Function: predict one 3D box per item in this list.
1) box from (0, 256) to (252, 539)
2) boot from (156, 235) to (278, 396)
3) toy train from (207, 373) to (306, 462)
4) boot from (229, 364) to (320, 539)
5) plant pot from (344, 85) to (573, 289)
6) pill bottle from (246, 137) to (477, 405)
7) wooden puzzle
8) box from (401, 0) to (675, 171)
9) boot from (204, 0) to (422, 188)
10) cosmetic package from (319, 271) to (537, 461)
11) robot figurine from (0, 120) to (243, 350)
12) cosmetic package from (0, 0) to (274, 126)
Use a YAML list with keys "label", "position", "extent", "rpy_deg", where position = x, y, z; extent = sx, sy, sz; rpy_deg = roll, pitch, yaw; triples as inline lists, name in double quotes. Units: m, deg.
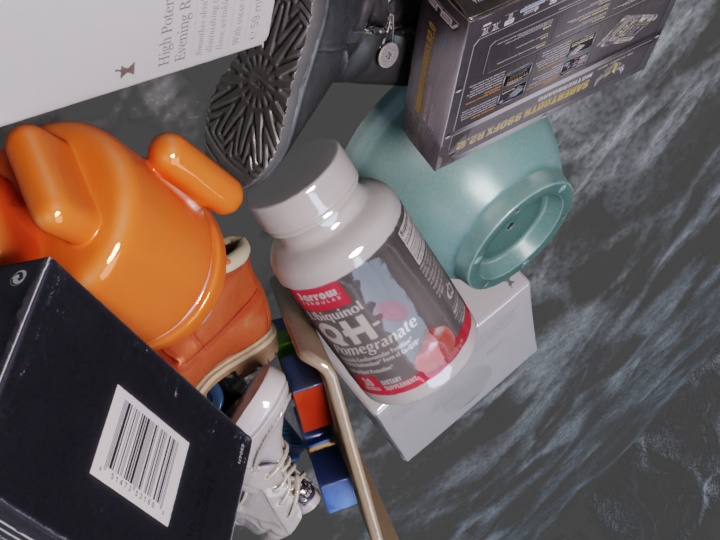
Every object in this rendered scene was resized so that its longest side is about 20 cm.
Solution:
- label: "box"
  position: [-0.200, 0.105, 0.551]
  extent: [0.197, 0.124, 0.200]
  rpy_deg: [-9, 141, 24]
- label: "boot"
  position: [-0.139, 0.045, 0.728]
  extent: [0.200, 0.075, 0.108]
  rpy_deg: [-37, 128, -52]
- label: "toy train"
  position: [-0.149, 0.186, 0.924]
  extent: [0.200, 0.114, 0.087]
  rpy_deg: [-46, 154, 7]
- label: "boot"
  position: [-0.069, 0.151, 0.792]
  extent: [0.074, 0.095, 0.200]
  rpy_deg: [-62, -177, -38]
- label: "plant pot"
  position: [0.095, -0.070, 0.856]
  extent: [0.200, 0.134, 0.201]
  rpy_deg: [-34, 153, -20]
- label: "pill bottle"
  position: [0.000, 0.000, 0.774]
  extent: [0.111, 0.111, 0.200]
  rpy_deg: [-39, 119, -7]
- label: "wooden puzzle"
  position: [-0.034, 0.121, 0.839]
  extent: [0.046, 0.185, 0.201]
  rpy_deg: [-22, 113, -5]
- label: "box"
  position: [0.129, -0.167, 0.684]
  extent: [0.199, 0.048, 0.159]
  rpy_deg: [-27, 157, -16]
- label: "boot"
  position: [-0.001, -0.138, 0.703]
  extent: [0.199, 0.066, 0.165]
  rpy_deg: [-20, 148, -48]
- label: "cosmetic package"
  position: [0.071, 0.072, 1.058]
  extent: [0.199, 0.123, 0.200]
  rpy_deg: [-39, 156, -7]
- label: "robot figurine"
  position: [-0.152, -0.015, 0.603]
  extent: [0.145, 0.116, 0.200]
  rpy_deg: [-67, 157, -8]
- label: "cosmetic package"
  position: [-0.138, -0.141, 0.481]
  extent: [0.199, 0.074, 0.102]
  rpy_deg: [-28, 151, -31]
